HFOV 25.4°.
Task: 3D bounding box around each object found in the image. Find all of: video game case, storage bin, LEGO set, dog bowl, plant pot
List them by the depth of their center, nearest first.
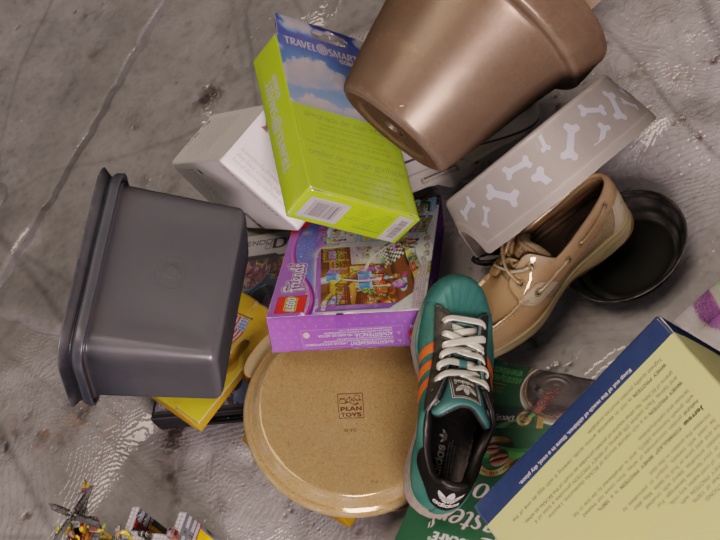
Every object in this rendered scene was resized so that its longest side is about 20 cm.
[{"bbox_3d":[-0.205,0.270,1.362,0.200,0.116,0.154,9,63,35],"label":"LEGO set"},{"bbox_3d":[0.157,-0.091,1.364,0.200,0.200,0.059,-40,90,-1],"label":"dog bowl"},{"bbox_3d":[0.082,-0.184,1.369,0.175,0.200,0.200,-51,48,-4],"label":"plant pot"},{"bbox_3d":[-0.177,0.028,1.419,0.134,0.146,0.200,7,60,3],"label":"storage bin"},{"bbox_3d":[-0.100,0.051,1.520,0.180,0.026,0.200,-7,55,25],"label":"video game case"}]

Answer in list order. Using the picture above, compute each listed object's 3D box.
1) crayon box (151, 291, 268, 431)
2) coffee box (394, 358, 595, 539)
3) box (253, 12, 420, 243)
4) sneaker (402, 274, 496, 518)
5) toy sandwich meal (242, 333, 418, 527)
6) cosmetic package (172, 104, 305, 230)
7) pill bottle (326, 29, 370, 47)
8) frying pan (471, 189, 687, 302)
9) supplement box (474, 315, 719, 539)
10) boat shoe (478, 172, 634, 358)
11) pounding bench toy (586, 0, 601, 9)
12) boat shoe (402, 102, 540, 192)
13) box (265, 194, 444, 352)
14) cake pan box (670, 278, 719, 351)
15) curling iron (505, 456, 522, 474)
[{"bbox_3d":[-0.164,0.064,1.497,0.200,0.051,0.127,30,77,41],"label":"crayon box"},{"bbox_3d":[0.112,0.172,1.298,0.123,0.044,0.200,11,64,35],"label":"coffee box"},{"bbox_3d":[-0.024,-0.127,1.416,0.048,0.122,0.200,-44,46,38],"label":"box"},{"bbox_3d":[0.079,0.093,1.264,0.071,0.080,0.201,9,71,-12],"label":"sneaker"},{"bbox_3d":[-0.014,0.127,1.383,0.205,0.070,0.206,1,63,-2],"label":"toy sandwich meal"},{"bbox_3d":[-0.102,-0.095,1.517,0.074,0.102,0.200,-51,15,-9],"label":"cosmetic package"},{"bbox_3d":[0.039,-0.183,1.546,0.200,0.113,0.114,-14,52,21],"label":"pill bottle"},{"bbox_3d":[0.195,-0.003,1.383,0.190,0.031,0.115,-26,47,16],"label":"frying pan"},{"bbox_3d":[0.229,0.182,1.123,0.200,0.134,0.200,-49,50,14],"label":"supplement box"},{"bbox_3d":[0.142,-0.005,1.351,0.200,0.065,0.071,-43,45,-7],"label":"boat shoe"},{"bbox_3d":[0.142,-0.329,1.532,0.124,0.200,0.156,-42,47,-4],"label":"pounding bench toy"},{"bbox_3d":[0.079,-0.108,1.477,0.200,0.066,0.072,-19,29,21],"label":"boat shoe"},{"bbox_3d":[0.000,0.000,1.417,0.136,0.039,0.200,-3,31,10],"label":"box"},{"bbox_3d":[0.365,0.054,1.224,0.184,0.052,0.200,-40,50,-5],"label":"cake pan box"},{"bbox_3d":[0.204,0.136,1.255,0.200,0.026,0.050,-23,66,-12],"label":"curling iron"}]
